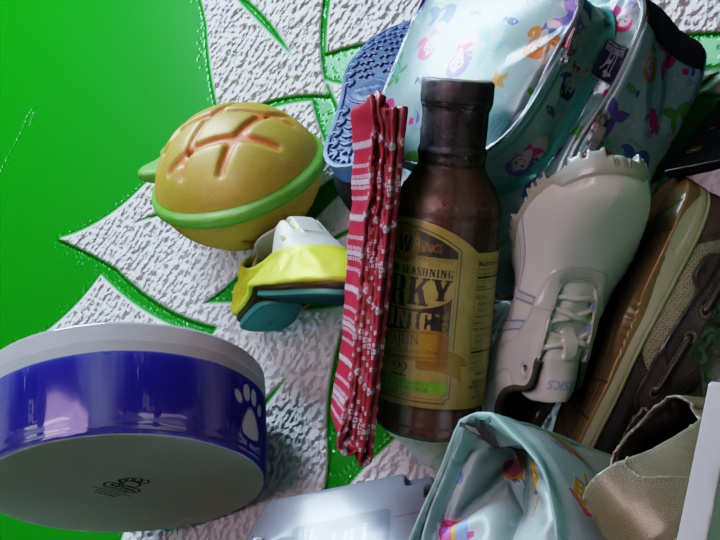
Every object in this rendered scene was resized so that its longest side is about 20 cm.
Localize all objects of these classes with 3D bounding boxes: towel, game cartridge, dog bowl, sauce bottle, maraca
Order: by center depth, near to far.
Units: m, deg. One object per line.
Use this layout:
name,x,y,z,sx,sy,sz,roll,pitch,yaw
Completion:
sauce bottle,0.045,-0.007,0.784,0.065,0.065,0.201,11,101,44
towel,0.000,0.000,0.806,0.145,0.022,0.201,-137,53,-84
game cartridge,-0.019,0.205,0.828,0.133,0.041,0.200,-10,31,11
dog bowl,-0.164,0.113,0.968,0.200,0.200,0.079,-24,57,31
maraca,-0.101,-0.079,1.083,0.137,0.107,0.200,-24,26,-15

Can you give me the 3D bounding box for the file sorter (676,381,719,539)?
file sorter,0.226,0.155,0.593,0.124,0.200,0.139,1,63,37

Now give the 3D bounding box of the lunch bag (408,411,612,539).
lunch bag,0.112,0.179,0.706,0.122,0.170,0.201,-30,52,39

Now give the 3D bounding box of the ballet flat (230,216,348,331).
ballet flat,-0.048,-0.002,0.973,0.200,0.067,0.067,155,118,-68

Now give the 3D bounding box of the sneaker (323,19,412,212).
sneaker,0.025,-0.104,1.006,0.070,0.078,0.200,-5,38,25

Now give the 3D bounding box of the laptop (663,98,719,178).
laptop,0.267,-0.152,0.785,0.177,0.104,0.200,-11,22,39

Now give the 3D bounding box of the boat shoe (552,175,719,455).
boat shoe,0.167,0.049,0.799,0.072,0.066,0.201,-109,41,-81

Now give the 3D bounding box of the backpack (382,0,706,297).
backpack,0.100,-0.084,0.880,0.177,0.150,0.201,19,88,51

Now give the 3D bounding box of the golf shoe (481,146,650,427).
golf shoe,0.115,0.025,0.784,0.200,0.078,0.097,111,158,-44

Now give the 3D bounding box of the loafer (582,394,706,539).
loafer,0.170,0.091,0.693,0.067,0.200,0.076,46,118,10

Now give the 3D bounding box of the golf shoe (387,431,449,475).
golf shoe,0.033,0.044,0.908,0.075,0.091,0.200,-42,45,20
